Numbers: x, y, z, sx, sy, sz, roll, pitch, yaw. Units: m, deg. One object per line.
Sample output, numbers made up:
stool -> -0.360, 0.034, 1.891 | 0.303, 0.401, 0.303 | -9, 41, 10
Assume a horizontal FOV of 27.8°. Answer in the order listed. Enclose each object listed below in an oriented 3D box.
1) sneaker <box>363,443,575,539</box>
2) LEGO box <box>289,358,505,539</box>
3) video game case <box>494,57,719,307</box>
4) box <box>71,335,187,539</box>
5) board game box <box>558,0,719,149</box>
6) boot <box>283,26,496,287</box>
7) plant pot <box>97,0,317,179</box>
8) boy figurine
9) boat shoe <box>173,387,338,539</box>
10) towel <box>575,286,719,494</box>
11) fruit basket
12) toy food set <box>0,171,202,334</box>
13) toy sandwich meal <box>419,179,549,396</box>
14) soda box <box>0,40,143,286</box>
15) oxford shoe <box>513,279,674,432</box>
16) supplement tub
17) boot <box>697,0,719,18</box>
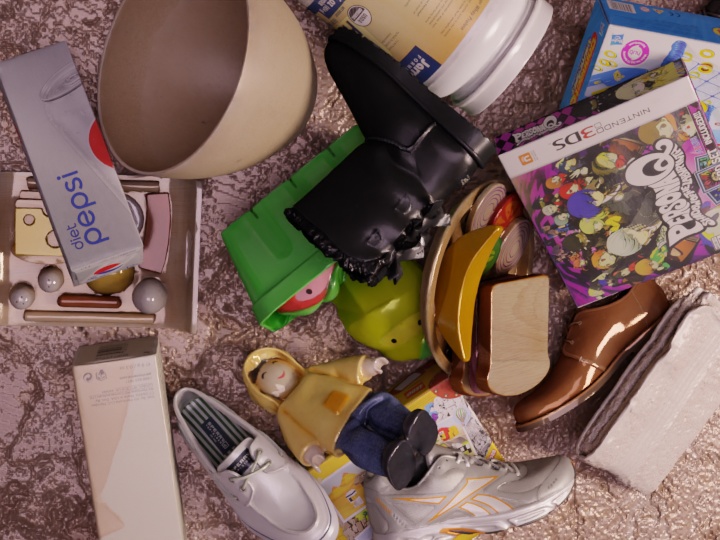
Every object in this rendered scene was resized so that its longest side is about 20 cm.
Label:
sneaker -> 0.097, 0.191, 1.317 | 0.199, 0.076, 0.092 | -17, 96, -7
LEGO box -> 0.034, 0.205, 1.384 | 0.200, 0.077, 0.149 | -34, 102, -2
video game case -> 0.243, -0.074, 1.325 | 0.181, 0.036, 0.200 | -21, 126, 15
box -> -0.210, 0.169, 1.337 | 0.077, 0.095, 0.201 | -8, 98, -6
board game box -> 0.285, -0.137, 1.338 | 0.199, 0.056, 0.196 | 8, 126, -9
boot -> 0.000, -0.094, 1.235 | 0.198, 0.073, 0.163 | 41, 88, 19
plant pot -> -0.115, -0.168, 1.269 | 0.134, 0.200, 0.201 | 13, 98, -45
boy figurine -> -0.024, 0.122, 1.325 | 0.124, 0.200, 0.065 | -51, 144, -19
boat shoe -> -0.104, 0.180, 1.311 | 0.200, 0.067, 0.074 | 35, 78, 28
towel -> 0.301, 0.120, 1.404 | 0.132, 0.034, 0.200 | 31, 94, -43
fruit basket -> 0.000, 0.000, 1.325 | 0.215, 0.156, 0.217 | 0, 84, 3
toy food set -> -0.246, -0.015, 1.320 | 0.199, 0.060, 0.144 | 2, 98, -9
toy sandwich meal -> 0.125, 0.019, 1.327 | 0.070, 0.205, 0.206 | 15, 98, 34
soda box -> -0.254, -0.093, 1.271 | 0.068, 0.063, 0.201 | -19, 80, -12
oxford shoe -> 0.214, 0.077, 1.401 | 0.200, 0.071, 0.071 | -41, 97, -12
supplement tub -> 0.056, -0.244, 1.288 | 0.200, 0.144, 0.145 | 35, 92, -11
boot -> 0.297, -0.220, 1.360 | 0.173, 0.069, 0.201 | 0, 107, -8
